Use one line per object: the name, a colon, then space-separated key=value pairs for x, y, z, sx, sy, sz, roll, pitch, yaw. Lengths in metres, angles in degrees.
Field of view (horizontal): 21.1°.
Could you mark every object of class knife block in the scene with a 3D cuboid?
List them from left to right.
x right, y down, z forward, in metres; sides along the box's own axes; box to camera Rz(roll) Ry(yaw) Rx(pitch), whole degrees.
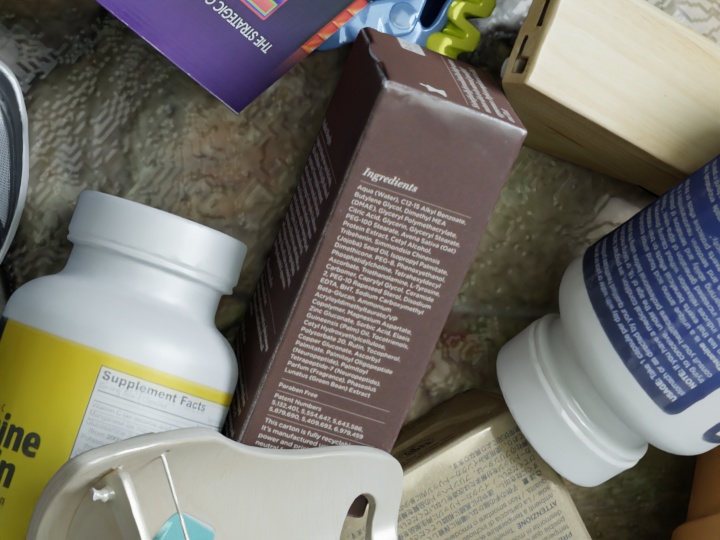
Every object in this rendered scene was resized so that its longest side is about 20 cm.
knife block: x=0.166 y=-0.072 z=0.936 sx=0.175 sy=0.200 sz=0.064 roll=19 pitch=84 yaw=12

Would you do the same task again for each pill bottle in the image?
pill bottle: x=-0.121 y=0.071 z=0.877 sx=0.112 sy=0.112 sz=0.200 roll=20 pitch=85 yaw=-17
pill bottle: x=0.164 y=0.015 z=0.892 sx=0.200 sy=0.111 sz=0.111 roll=-37 pitch=105 yaw=25

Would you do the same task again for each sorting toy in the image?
sorting toy: x=-0.035 y=0.157 z=0.812 sx=0.180 sy=0.107 sz=0.200 roll=-15 pitch=86 yaw=-37

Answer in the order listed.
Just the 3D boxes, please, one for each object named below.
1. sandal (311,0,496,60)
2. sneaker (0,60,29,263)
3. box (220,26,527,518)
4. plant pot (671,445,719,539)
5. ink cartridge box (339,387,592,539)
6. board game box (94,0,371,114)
sandal: x=0.029 y=-0.155 z=0.939 sx=0.087 sy=0.079 sz=0.200 roll=26 pitch=82 yaw=-12
sneaker: x=-0.190 y=-0.004 z=0.852 sx=0.075 sy=0.114 sz=0.200 roll=19 pitch=86 yaw=-17
box: x=0.000 y=0.000 z=0.886 sx=0.075 sy=0.100 sz=0.200 roll=17 pitch=109 yaw=-12
plant pot: x=0.252 y=0.101 z=0.966 sx=0.200 sy=0.200 sz=0.140 roll=5 pitch=73 yaw=-18
ink cartridge box: x=0.021 y=0.176 z=0.944 sx=0.200 sy=0.075 sz=0.165 roll=-28 pitch=101 yaw=-16
board game box: x=-0.053 y=-0.175 z=0.828 sx=0.165 sy=0.057 sz=0.200 roll=-41 pitch=145 yaw=10
